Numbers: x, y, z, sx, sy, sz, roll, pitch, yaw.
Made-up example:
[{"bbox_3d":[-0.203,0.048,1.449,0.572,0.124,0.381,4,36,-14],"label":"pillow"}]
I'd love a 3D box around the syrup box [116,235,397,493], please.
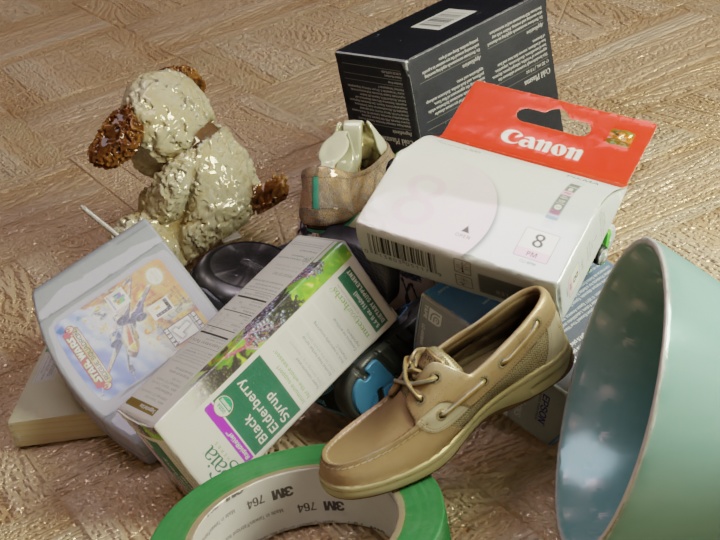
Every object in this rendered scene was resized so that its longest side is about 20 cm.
[{"bbox_3d":[-0.076,0.070,1.163,0.200,0.079,0.081,-45,24,-19],"label":"syrup box"}]

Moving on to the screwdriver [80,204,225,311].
[{"bbox_3d":[-0.181,-0.001,1.391,0.199,0.028,0.029,36,13,14],"label":"screwdriver"}]

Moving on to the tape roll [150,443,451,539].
[{"bbox_3d":[-0.039,0.187,1.020,0.198,0.049,0.201,-11,25,5],"label":"tape roll"}]

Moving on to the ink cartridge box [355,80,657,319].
[{"bbox_3d":[0.111,-0.071,1.155,0.161,0.057,0.201,17,60,23],"label":"ink cartridge box"}]

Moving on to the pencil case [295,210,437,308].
[{"bbox_3d":[0.026,-0.016,1.367,0.077,0.091,0.199,-12,18,-41],"label":"pencil case"}]

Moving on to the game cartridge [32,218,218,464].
[{"bbox_3d":[-0.181,0.056,1.265,0.132,0.042,0.200,-31,54,-15],"label":"game cartridge"}]

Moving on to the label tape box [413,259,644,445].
[{"bbox_3d":[0.159,0.058,1.162,0.199,0.067,0.143,36,48,27],"label":"label tape box"}]

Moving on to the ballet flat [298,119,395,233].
[{"bbox_3d":[-0.007,-0.094,1.368,0.067,0.068,0.200,-4,19,14],"label":"ballet flat"}]

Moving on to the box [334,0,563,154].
[{"bbox_3d":[0.092,-0.155,1.518,0.199,0.184,0.103,-30,29,-35],"label":"box"}]

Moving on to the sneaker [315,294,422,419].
[{"bbox_3d":[0.039,0.051,1.240,0.199,0.074,0.081,-28,21,-37],"label":"sneaker"}]

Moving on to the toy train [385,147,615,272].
[{"bbox_3d":[0.109,-0.051,1.205,0.198,0.042,0.056,25,32,28],"label":"toy train"}]

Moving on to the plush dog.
[{"bbox_3d":[-0.172,-0.113,1.521,0.159,0.173,0.200,-24,17,32],"label":"plush dog"}]

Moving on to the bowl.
[{"bbox_3d":[0.201,0.089,0.977,0.104,0.203,0.201,13,24,-6],"label":"bowl"}]

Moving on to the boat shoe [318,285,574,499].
[{"bbox_3d":[0.051,0.079,1.052,0.199,0.065,0.071,-32,31,-16],"label":"boat shoe"}]

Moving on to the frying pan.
[{"bbox_3d":[-0.069,-0.002,1.445,0.188,0.031,0.115,-14,37,-25],"label":"frying pan"}]

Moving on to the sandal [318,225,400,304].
[{"bbox_3d":[-0.001,0.000,1.255,0.043,0.076,0.200,-47,-4,-13],"label":"sandal"}]

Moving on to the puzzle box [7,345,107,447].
[{"bbox_3d":[-0.214,0.081,1.350,0.131,0.026,0.201,-9,25,8],"label":"puzzle box"}]
